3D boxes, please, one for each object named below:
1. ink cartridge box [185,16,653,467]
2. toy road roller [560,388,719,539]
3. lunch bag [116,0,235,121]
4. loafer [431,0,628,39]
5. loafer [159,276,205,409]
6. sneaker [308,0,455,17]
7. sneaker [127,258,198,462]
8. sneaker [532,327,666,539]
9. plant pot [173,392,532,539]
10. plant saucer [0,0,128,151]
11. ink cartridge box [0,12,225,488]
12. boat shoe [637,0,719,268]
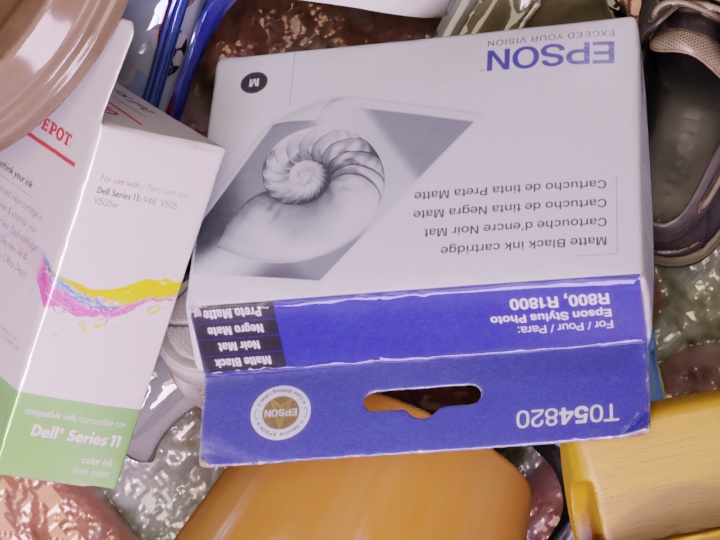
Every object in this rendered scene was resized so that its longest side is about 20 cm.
[{"bbox_3d":[0.026,-0.016,1.100,0.199,0.041,0.201,-5,54,10],"label":"ink cartridge box"},{"bbox_3d":[0.139,0.130,1.102,0.122,0.200,0.147,-10,85,-1],"label":"toy road roller"},{"bbox_3d":[-0.145,-0.120,1.207,0.160,0.076,0.201,23,106,12],"label":"lunch bag"},{"bbox_3d":[0.086,-0.122,1.192,0.069,0.075,0.201,25,97,18],"label":"loafer"},{"bbox_3d":[0.000,0.000,1.163,0.199,0.063,0.072,-27,60,-8],"label":"loafer"},{"bbox_3d":[-0.009,-0.196,1.156,0.080,0.200,0.147,19,102,42],"label":"sneaker"},{"bbox_3d":[-0.054,0.012,1.215,0.200,0.074,0.079,-37,106,-2],"label":"sneaker"},{"bbox_3d":[0.095,0.042,1.186,0.082,0.071,0.201,-12,86,-1],"label":"sneaker"},{"bbox_3d":[-0.013,0.158,1.138,0.199,0.200,0.184,22,71,8],"label":"plant pot"},{"bbox_3d":[-0.167,-0.143,1.107,0.200,0.029,0.201,-18,61,37],"label":"plant saucer"},{"bbox_3d":[-0.127,-0.020,1.119,0.067,0.117,0.201,11,103,-35],"label":"ink cartridge box"},{"bbox_3d":[0.162,-0.102,1.192,0.074,0.073,0.201,7,85,7],"label":"boat shoe"}]
